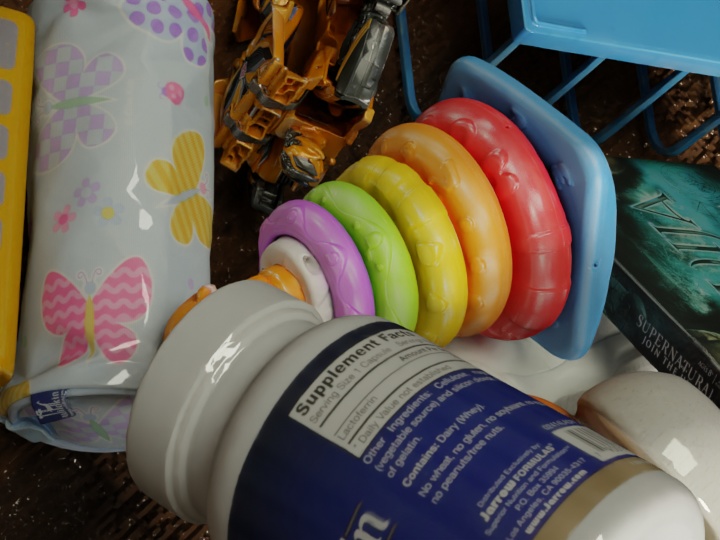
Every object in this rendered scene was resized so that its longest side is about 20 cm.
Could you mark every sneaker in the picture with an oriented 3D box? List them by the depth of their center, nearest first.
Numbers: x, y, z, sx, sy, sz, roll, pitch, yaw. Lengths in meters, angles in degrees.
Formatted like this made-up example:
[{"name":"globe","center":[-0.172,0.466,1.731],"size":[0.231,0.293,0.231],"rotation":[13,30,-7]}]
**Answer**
[{"name":"sneaker","center":[0.057,0.035,1.177],"size":[0.199,0.075,0.089],"rotation":[-12,62,-34]}]

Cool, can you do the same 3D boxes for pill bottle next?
[{"name":"pill bottle","center":[0.016,0.086,0.946],"size":[0.199,0.116,0.116],"rotation":[28,50,30]}]

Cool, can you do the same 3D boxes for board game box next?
[{"name":"board game box","center":[0.161,0.008,1.182],"size":[0.135,0.028,0.200],"rotation":[4,30,-34]}]

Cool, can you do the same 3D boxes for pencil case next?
[{"name":"pencil case","center":[-0.106,-0.024,1.092],"size":[0.083,0.090,0.201],"rotation":[27,58,-50]}]

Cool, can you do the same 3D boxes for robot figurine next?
[{"name":"robot figurine","center":[-0.021,-0.124,1.148],"size":[0.058,0.145,0.201],"rotation":[22,53,-16]}]

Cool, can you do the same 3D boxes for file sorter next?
[{"name":"file sorter","center":[0.127,-0.136,1.236],"size":[0.199,0.123,0.140],"rotation":[6,65,-27]}]

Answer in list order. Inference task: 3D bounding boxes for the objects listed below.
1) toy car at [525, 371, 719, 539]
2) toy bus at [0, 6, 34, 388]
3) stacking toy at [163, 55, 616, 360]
[{"name":"toy car","center":[0.079,0.127,1.090],"size":[0.175,0.150,0.200],"rotation":[-44,137,-8]},{"name":"toy bus","center":[-0.181,-0.050,1.069],"size":[0.078,0.065,0.201],"rotation":[11,66,-25]},{"name":"stacking toy","center":[0.000,0.000,1.073],"size":[0.199,0.117,0.110],"rotation":[-23,42,-30]}]
